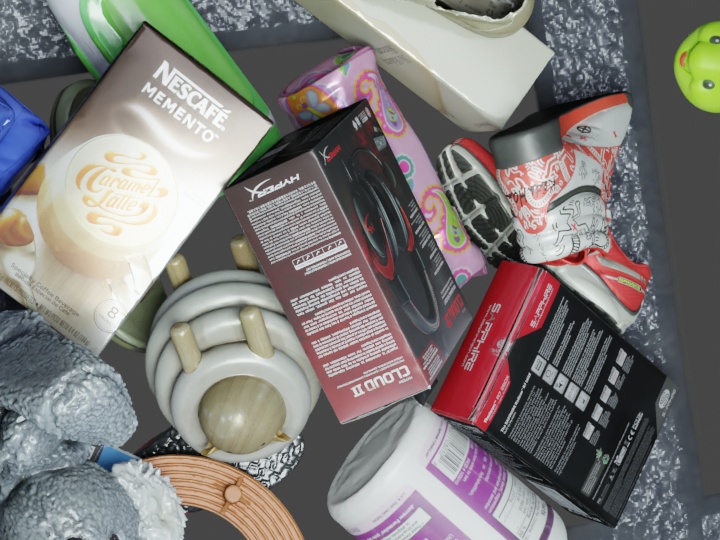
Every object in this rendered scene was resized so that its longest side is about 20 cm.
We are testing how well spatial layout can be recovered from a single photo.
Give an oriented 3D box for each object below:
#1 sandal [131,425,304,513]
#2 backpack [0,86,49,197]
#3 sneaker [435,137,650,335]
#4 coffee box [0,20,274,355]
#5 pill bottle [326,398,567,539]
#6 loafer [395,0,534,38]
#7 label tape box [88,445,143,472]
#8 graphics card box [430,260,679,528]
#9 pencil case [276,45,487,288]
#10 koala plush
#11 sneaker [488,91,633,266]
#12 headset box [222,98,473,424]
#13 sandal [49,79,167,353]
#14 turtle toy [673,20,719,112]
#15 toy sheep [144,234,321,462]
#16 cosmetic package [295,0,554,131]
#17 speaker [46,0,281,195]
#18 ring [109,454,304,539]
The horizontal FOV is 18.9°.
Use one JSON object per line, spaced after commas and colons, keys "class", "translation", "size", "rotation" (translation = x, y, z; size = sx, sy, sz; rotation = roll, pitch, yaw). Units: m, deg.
{"class": "sandal", "translation": [-0.137, 0.150, 1.587], "size": [0.199, 0.045, 0.075], "rotation": [-24, 91, 3]}
{"class": "backpack", "translation": [-0.331, -0.068, 1.464], "size": [0.162, 0.168, 0.200], "rotation": [39, 85, -3]}
{"class": "sneaker", "translation": [0.139, -0.035, 1.638], "size": [0.200, 0.077, 0.085], "rotation": [43, 63, -14]}
{"class": "coffee box", "translation": [-0.164, -0.057, 1.472], "size": [0.114, 0.080, 0.200], "rotation": [37, 92, -8]}
{"class": "pill bottle", "translation": [0.081, 0.197, 1.602], "size": [0.200, 0.112, 0.112], "rotation": [41, 83, -12]}
{"class": "loafer", "translation": [0.036, -0.220, 1.490], "size": [0.199, 0.068, 0.076], "rotation": [19, 87, -14]}
{"class": "label tape box", "translation": [-0.269, 0.159, 1.533], "size": [0.199, 0.066, 0.144], "rotation": [26, 84, -26]}
{"class": "graphics card box", "translation": [0.147, 0.093, 1.594], "size": [0.200, 0.051, 0.126], "rotation": [36, 74, -41]}
{"class": "pencil case", "translation": [0.018, -0.064, 1.591], "size": [0.087, 0.087, 0.201], "rotation": [-31, 99, -10]}
{"class": "koala plush", "translation": [-0.213, 0.145, 1.442], "size": [0.177, 0.184, 0.200], "rotation": [-38, 122, -6]}
{"class": "sneaker", "translation": [0.157, -0.065, 1.585], "size": [0.067, 0.201, 0.109], "rotation": [-12, 98, 28]}
{"class": "headset box", "translation": [0.000, 0.000, 1.489], "size": [0.075, 0.149, 0.201], "rotation": [-23, 100, 21]}
{"class": "sandal", "translation": [-0.172, -0.038, 1.542], "size": [0.080, 0.057, 0.202], "rotation": [-19, 97, -52]}
{"class": "turtle toy", "translation": [0.329, -0.142, 1.653], "size": [0.199, 0.101, 0.147], "rotation": [9, 90, -14]}
{"class": "toy sheep", "translation": [-0.088, 0.057, 1.510], "size": [0.137, 0.200, 0.139], "rotation": [-1, 123, -2]}
{"class": "cosmetic package", "translation": [0.033, -0.189, 1.578], "size": [0.200, 0.104, 0.073], "rotation": [37, 84, -11]}
{"class": "speaker", "translation": [-0.142, -0.149, 1.546], "size": [0.088, 0.088, 0.200], "rotation": [-38, 100, -9]}
{"class": "ring", "translation": [-0.129, 0.229, 1.520], "size": [0.199, 0.019, 0.202], "rotation": [1, 81, -8]}
